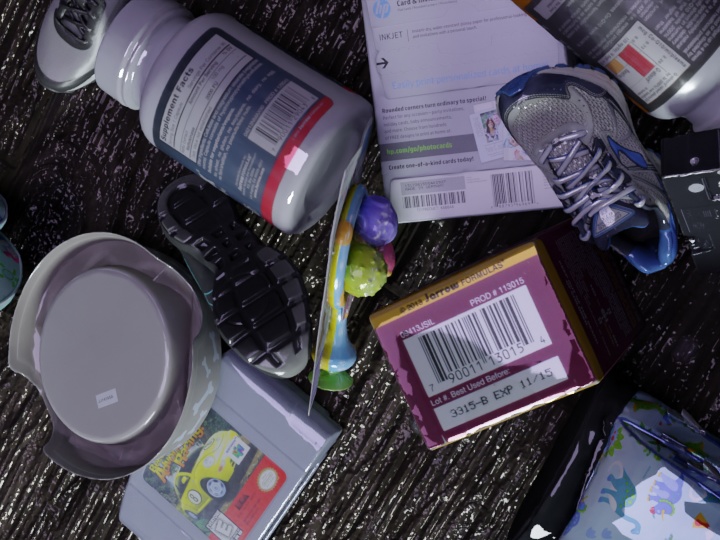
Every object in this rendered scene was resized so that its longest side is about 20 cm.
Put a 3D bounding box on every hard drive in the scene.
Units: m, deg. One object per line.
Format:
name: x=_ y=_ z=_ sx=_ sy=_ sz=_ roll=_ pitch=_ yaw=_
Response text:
hard drive: x=0.312 y=-0.054 z=0.960 sx=0.199 sy=0.140 sz=0.038 roll=-7 pitch=60 yaw=23

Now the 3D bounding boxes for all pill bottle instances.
pill bottle: x=0.201 y=-0.176 z=0.976 sx=0.200 sy=0.116 sz=0.117 roll=39 pitch=110 yaw=-5
pill bottle: x=-0.101 y=-0.128 z=1.113 sx=0.199 sy=0.119 sz=0.120 roll=34 pitch=108 yaw=14

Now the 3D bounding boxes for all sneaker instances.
sneaker: x=-0.088 y=0.009 z=1.121 sx=0.075 sy=0.079 sz=0.200 roll=-31 pitch=57 yaw=-3
sneaker: x=-0.213 y=-0.232 z=1.163 sx=0.074 sy=0.079 sz=0.201 roll=39 pitch=111 yaw=9
sneaker: x=0.164 y=-0.065 z=0.976 sx=0.077 sy=0.200 sz=0.086 roll=-29 pitch=46 yaw=29

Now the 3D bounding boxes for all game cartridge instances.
game cartridge: x=-0.118 y=0.168 z=1.212 sx=0.133 sy=0.041 sz=0.201 roll=39 pitch=110 yaw=16

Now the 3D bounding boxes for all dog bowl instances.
dog bowl: x=-0.200 y=0.070 z=1.194 sx=0.199 sy=0.059 sz=0.202 roll=-1 pitch=88 yaw=32

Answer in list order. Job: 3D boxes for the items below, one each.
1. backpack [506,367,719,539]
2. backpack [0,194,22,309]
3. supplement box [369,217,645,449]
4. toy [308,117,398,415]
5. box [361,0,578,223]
backpack: x=0.226 y=0.190 z=1.036 sx=0.199 sy=0.154 sz=0.164 roll=29 pitch=101 yaw=1
backpack: x=-0.384 y=-0.021 z=1.210 sx=0.150 sy=0.177 sz=0.200 roll=-41 pitch=87 yaw=26
supplement box: x=0.109 y=0.037 z=1.013 sx=0.130 sy=0.200 sz=0.104 roll=-26 pitch=89 yaw=23
toy: x=0.000 y=0.000 z=1.082 sx=0.047 sy=0.115 sz=0.201 roll=14 pitch=115 yaw=3
box: x=0.085 y=-0.142 z=1.081 sx=0.155 sy=0.041 sz=0.202 roll=-5 pitch=97 yaw=21
